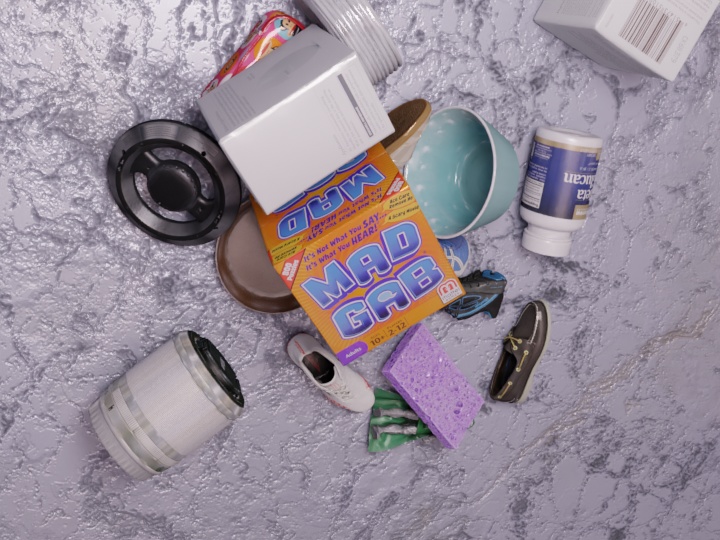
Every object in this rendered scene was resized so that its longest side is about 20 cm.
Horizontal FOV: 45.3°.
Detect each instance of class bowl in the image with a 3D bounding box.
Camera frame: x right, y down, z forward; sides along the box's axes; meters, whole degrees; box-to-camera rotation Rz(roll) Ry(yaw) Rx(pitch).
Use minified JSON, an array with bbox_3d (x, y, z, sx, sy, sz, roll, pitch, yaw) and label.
[{"bbox_3d":[0.171,-0.148,1.347,0.104,0.200,0.203,2,109,-38],"label":"bowl"}]

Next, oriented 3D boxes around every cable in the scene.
[{"bbox_3d":[-0.022,-0.346,1.193,0.069,0.200,0.200,-37,119,3],"label":"cable"}]

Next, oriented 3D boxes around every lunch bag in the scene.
[{"bbox_3d":[-0.118,-0.255,1.265,0.176,0.082,0.200,35,98,-28],"label":"lunch bag"}]

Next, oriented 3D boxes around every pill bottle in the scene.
[{"bbox_3d":[0.327,-0.130,1.432,0.110,0.111,0.202,3,108,-19],"label":"pill bottle"}]

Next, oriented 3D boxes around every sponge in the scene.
[{"bbox_3d":[0.128,0.201,1.495,0.200,0.030,0.112,51,59,-21],"label":"sponge"}]

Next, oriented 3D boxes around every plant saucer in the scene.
[{"bbox_3d":[-0.132,-0.030,1.364,0.198,0.032,0.202,-6,111,-16],"label":"plant saucer"}]

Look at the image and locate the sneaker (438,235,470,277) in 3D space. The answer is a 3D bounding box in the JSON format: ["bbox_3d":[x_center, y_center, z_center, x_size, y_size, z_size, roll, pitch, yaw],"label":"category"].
[{"bbox_3d":[0.116,-0.021,1.382,0.199,0.075,0.078,-29,140,-45],"label":"sneaker"}]

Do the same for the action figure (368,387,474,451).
[{"bbox_3d":[0.115,0.269,1.540,0.198,0.055,0.119,2,105,-23],"label":"action figure"}]

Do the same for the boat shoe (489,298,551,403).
[{"bbox_3d":[0.283,0.145,1.537,0.060,0.072,0.203,5,110,-23],"label":"boat shoe"}]

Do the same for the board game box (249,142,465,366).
[{"bbox_3d":[-0.008,-0.038,1.200,0.199,0.200,0.201,-30,126,3],"label":"board game box"}]

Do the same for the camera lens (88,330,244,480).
[{"bbox_3d":[-0.290,0.203,1.324,0.199,0.160,0.160,-37,116,-2],"label":"camera lens"}]

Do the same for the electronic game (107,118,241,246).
[{"bbox_3d":[-0.268,-0.123,1.244,0.198,0.042,0.202,5,124,7],"label":"electronic game"}]

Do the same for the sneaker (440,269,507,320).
[{"bbox_3d":[0.156,0.049,1.461,0.198,0.073,0.083,-1,111,-17],"label":"sneaker"}]

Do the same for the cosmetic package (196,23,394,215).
[{"bbox_3d":[-0.091,-0.203,1.135,0.199,0.200,0.123,-32,121,-2],"label":"cosmetic package"}]

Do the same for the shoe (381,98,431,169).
[{"bbox_3d":[0.040,-0.185,1.349,0.200,0.070,0.053,-45,135,10],"label":"shoe"}]

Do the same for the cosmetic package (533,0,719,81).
[{"bbox_3d":[0.404,-0.407,1.308,0.164,0.200,0.166,25,101,-24],"label":"cosmetic package"}]

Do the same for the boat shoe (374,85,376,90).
[{"bbox_3d":[-0.028,-0.197,1.321,0.063,0.071,0.201,29,106,-24],"label":"boat shoe"}]

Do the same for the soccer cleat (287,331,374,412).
[{"bbox_3d":[-0.045,0.180,1.436,0.069,0.085,0.200,-43,115,1],"label":"soccer cleat"}]
